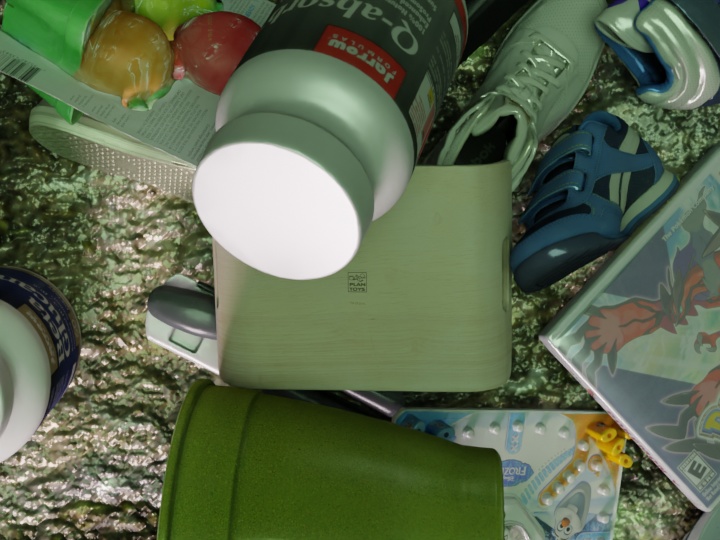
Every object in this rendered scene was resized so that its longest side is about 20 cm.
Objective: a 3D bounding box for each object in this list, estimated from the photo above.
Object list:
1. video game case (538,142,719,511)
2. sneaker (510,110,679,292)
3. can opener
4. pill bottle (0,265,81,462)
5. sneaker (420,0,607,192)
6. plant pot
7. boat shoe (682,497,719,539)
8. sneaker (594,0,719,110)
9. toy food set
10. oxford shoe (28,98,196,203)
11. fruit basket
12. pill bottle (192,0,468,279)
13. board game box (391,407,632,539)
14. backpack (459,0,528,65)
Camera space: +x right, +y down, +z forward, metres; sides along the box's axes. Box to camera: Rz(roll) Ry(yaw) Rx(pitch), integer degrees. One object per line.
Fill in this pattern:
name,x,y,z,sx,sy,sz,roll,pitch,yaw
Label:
video game case,0.257,0.041,0.867,0.182,0.023,0.200,45,83,-8
sneaker,0.143,-0.049,0.795,0.074,0.200,0.083,-32,92,37
can opener,-0.061,0.067,0.835,0.198,0.067,0.054,28,95,-7
pill bottle,-0.245,0.063,0.752,0.110,0.200,0.113,-1,97,-5
sneaker,0.113,-0.114,0.804,0.073,0.116,0.201,34,92,-6
plant pot,-0.009,0.170,0.726,0.190,0.200,0.203,1,97,3
boat shoe,0.250,0.229,0.882,0.200,0.065,0.074,-42,91,-20
sneaker,0.220,-0.210,0.802,0.145,0.080,0.202,-19,104,-24
toy food set,0.000,0.000,0.769,0.197,0.060,0.145,0,102,3
oxford shoe,-0.125,-0.086,0.815,0.198,0.075,0.058,20,69,-7
fruit basket,-0.121,-0.137,0.762,0.199,0.186,0.094,28,134,-6
pill bottle,-0.014,-0.097,0.676,0.114,0.201,0.117,12,136,12
board game box,0.105,0.201,0.853,0.198,0.026,0.203,4,96,-25
backpack,0.028,-0.247,0.778,0.163,0.154,0.200,-40,82,-2
